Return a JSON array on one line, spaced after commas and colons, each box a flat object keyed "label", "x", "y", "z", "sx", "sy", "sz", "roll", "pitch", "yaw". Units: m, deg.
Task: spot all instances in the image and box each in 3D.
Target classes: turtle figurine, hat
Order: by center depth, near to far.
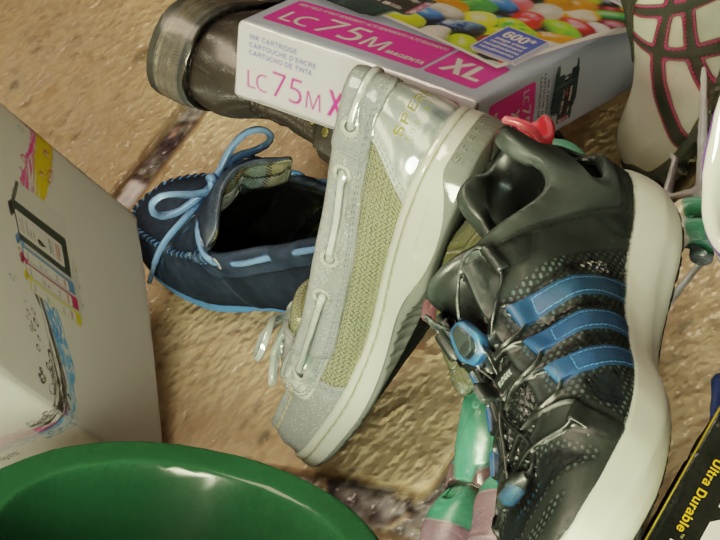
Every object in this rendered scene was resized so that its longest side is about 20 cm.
[{"label": "turtle figurine", "x": 0.071, "y": 0.025, "z": 1.091, "sx": 0.100, "sy": 0.150, "sz": 0.201, "roll": 16, "pitch": 72, "yaw": 3}, {"label": "hat", "x": -0.093, "y": 0.180, "z": 1.155, "sx": 0.199, "sy": 0.177, "sz": 0.166, "roll": 15, "pitch": 27, "yaw": 16}]

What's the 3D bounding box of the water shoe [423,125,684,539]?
[{"label": "water shoe", "x": 0.052, "y": 0.033, "z": 0.947, "sx": 0.072, "sy": 0.079, "sz": 0.200, "roll": -58, "pitch": 12, "yaw": 35}]

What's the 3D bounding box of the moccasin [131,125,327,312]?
[{"label": "moccasin", "x": -0.038, "y": -0.025, "z": 1.315, "sx": 0.199, "sy": 0.068, "sz": 0.081, "roll": 8, "pitch": 52, "yaw": 47}]

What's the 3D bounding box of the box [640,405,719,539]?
[{"label": "box", "x": 0.127, "y": 0.160, "z": 0.865, "sx": 0.159, "sy": 0.049, "sz": 0.200, "roll": 30, "pitch": 61, "yaw": 7}]

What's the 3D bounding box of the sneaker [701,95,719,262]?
[{"label": "sneaker", "x": 0.183, "y": -0.077, "z": 1.014, "sx": 0.072, "sy": 0.114, "sz": 0.201, "roll": 23, "pitch": 82, "yaw": 33}]

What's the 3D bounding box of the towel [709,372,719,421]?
[{"label": "towel", "x": 0.205, "y": 0.076, "z": 0.979, "sx": 0.199, "sy": 0.024, "sz": 0.146, "roll": -12, "pitch": 53, "yaw": 28}]

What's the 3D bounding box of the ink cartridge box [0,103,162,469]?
[{"label": "ink cartridge box", "x": -0.198, "y": 0.017, "z": 1.261, "sx": 0.147, "sy": 0.200, "sz": 0.145, "roll": -20, "pitch": 57, "yaw": 20}]

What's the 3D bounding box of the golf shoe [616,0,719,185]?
[{"label": "golf shoe", "x": 0.134, "y": -0.112, "z": 1.177, "sx": 0.077, "sy": 0.088, "sz": 0.200, "roll": -55, "pitch": -6, "yaw": -38}]

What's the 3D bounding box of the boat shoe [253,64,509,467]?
[{"label": "boat shoe", "x": -0.001, "y": 0.001, "z": 1.163, "sx": 0.075, "sy": 0.065, "sz": 0.202, "roll": -53, "pitch": -9, "yaw": -38}]

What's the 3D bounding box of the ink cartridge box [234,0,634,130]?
[{"label": "ink cartridge box", "x": 0.053, "y": -0.100, "z": 1.243, "sx": 0.119, "sy": 0.042, "sz": 0.200, "roll": 21, "pitch": 29, "yaw": 29}]

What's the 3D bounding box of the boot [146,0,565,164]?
[{"label": "boot", "x": 0.020, "y": -0.074, "z": 1.310, "sx": 0.174, "sy": 0.070, "sz": 0.199, "roll": 26, "pitch": 28, "yaw": 32}]
